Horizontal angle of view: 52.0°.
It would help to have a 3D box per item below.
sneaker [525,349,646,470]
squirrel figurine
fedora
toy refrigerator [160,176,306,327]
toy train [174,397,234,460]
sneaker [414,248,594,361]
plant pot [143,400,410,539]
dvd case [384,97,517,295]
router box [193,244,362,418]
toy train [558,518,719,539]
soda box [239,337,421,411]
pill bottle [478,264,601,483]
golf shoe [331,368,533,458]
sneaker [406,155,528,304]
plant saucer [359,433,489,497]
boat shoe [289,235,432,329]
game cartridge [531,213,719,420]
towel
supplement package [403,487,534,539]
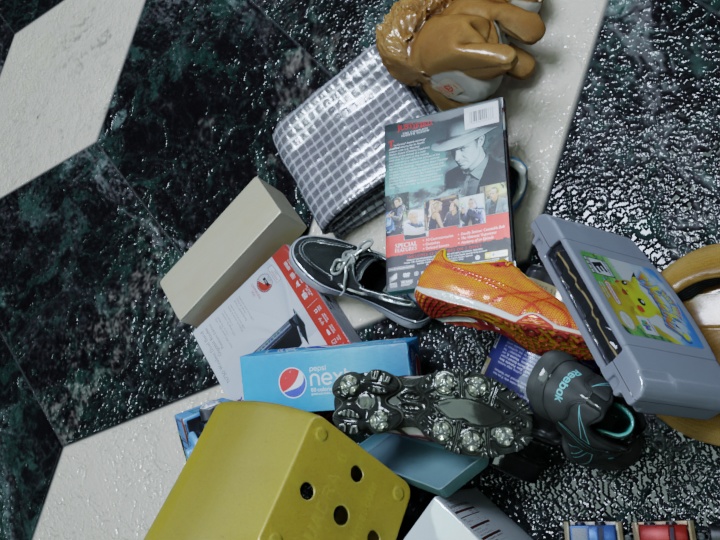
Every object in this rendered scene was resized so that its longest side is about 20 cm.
[{"bbox_3d":[0.224,0.148,0.683,0.079,0.200,0.076,26,81,49],"label":"sneaker"},{"bbox_3d":[0.119,-0.293,0.857,0.197,0.142,0.189,18,73,17],"label":"squirrel figurine"},{"bbox_3d":[0.354,0.073,0.690,0.199,0.081,0.204,-18,62,37],"label":"fedora"},{"bbox_3d":[-0.169,-0.019,0.989,0.200,0.070,0.076,-46,57,10],"label":"toy refrigerator"},{"bbox_3d":[-0.161,0.252,0.894,0.114,0.086,0.203,-9,97,66],"label":"toy train"},{"bbox_3d":[0.147,0.027,0.696,0.198,0.073,0.078,21,67,22],"label":"sneaker"},{"bbox_3d":[-0.067,0.249,0.728,0.175,0.200,0.202,-27,29,47],"label":"plant pot"},{"bbox_3d":[0.094,-0.080,0.803,0.144,0.022,0.203,-9,71,24],"label":"dvd case"},{"bbox_3d":[-0.097,0.103,0.936,0.179,0.049,0.201,-42,65,12],"label":"router box"},{"bbox_3d":[0.289,0.258,0.713,0.197,0.046,0.035,-10,75,24],"label":"toy train"},{"bbox_3d":[-0.032,0.119,0.833,0.197,0.064,0.069,-7,89,16],"label":"soda box"},{"bbox_3d":[0.184,0.107,0.761,0.111,0.112,0.202,25,90,28],"label":"pill bottle"},{"bbox_3d":[0.071,0.133,0.727,0.197,0.088,0.079,7,82,15],"label":"golf shoe"},{"bbox_3d":[0.115,-0.050,0.823,0.072,0.073,0.201,37,79,7],"label":"sneaker"},{"bbox_3d":[0.057,0.198,0.780,0.199,0.069,0.019,-9,109,63],"label":"plant saucer"},{"bbox_3d":[-0.001,0.002,0.876,0.198,0.068,0.074,31,67,19],"label":"boat shoe"},{"bbox_3d":[0.239,0.036,0.655,0.041,0.132,0.202,-51,41,33],"label":"game cartridge"},{"bbox_3d":[-0.001,-0.163,0.925,0.199,0.085,0.167,-37,67,15],"label":"towel"},{"bbox_3d":[0.114,0.358,0.721,0.199,0.147,0.192,39,97,27],"label":"supplement package"}]
